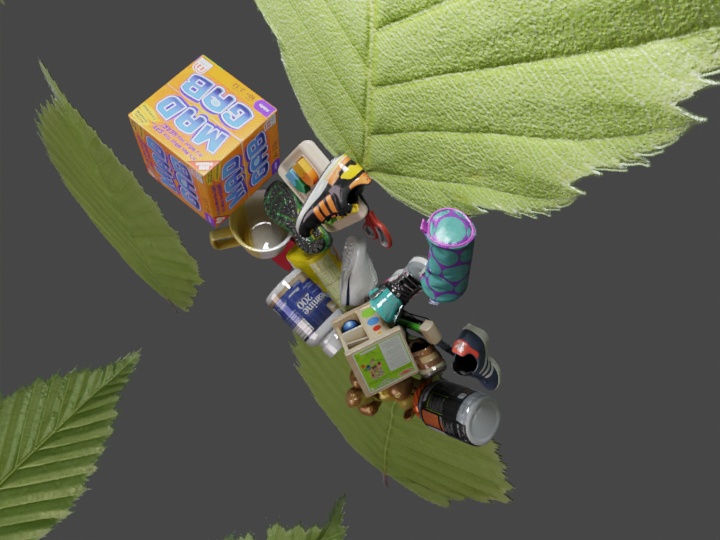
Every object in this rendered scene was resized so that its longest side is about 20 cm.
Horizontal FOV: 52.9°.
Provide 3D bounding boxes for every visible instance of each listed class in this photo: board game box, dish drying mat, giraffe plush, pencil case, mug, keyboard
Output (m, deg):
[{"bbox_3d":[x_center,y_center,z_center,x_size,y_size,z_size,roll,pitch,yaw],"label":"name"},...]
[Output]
[{"bbox_3d":[-0.300,-0.254,1.441,0.200,0.200,0.200,37,158,13],"label":"board game box"},{"bbox_3d":[-0.198,-0.055,1.867,0.077,0.018,0.200,41,157,4],"label":"dish drying mat"},{"bbox_3d":[0.084,0.301,1.827,0.162,0.174,0.200,12,178,39],"label":"giraffe plush"},{"bbox_3d":[0.147,-0.021,1.252,0.092,0.086,0.200,10,150,8],"label":"pencil case"},{"bbox_3d":[-0.243,-0.101,1.690,0.185,0.150,0.153,16,166,-1],"label":"mug"},{"bbox_3d":[0.132,0.120,1.620,0.199,0.040,0.104,32,179,22],"label":"keyboard"}]

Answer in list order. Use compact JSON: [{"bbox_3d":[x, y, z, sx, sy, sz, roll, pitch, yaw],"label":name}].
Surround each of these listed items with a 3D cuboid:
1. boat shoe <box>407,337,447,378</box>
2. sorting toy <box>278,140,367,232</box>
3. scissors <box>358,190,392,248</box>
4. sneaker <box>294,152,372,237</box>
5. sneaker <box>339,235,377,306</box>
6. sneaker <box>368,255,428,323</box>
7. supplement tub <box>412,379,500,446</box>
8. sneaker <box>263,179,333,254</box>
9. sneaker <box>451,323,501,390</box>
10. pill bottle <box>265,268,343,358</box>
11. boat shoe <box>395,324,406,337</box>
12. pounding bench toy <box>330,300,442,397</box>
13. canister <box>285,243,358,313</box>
[{"bbox_3d":[0.140,0.187,1.651,0.074,0.075,0.200,65,168,-7],"label":"boat shoe"},{"bbox_3d":[-0.084,-0.158,1.449,0.185,0.036,0.200,50,159,-9],"label":"sorting toy"},{"bbox_3d":[0.017,-0.119,1.398,0.073,0.014,0.201,30,154,36],"label":"scissors"},{"bbox_3d":[-0.051,-0.120,1.350,0.090,0.070,0.200,37,126,5],"label":"sneaker"},{"bbox_3d":[0.000,0.000,1.575,0.080,0.077,0.201,2,139,-7],"label":"sneaker"},{"bbox_3d":[0.078,0.042,1.436,0.084,0.121,0.200,44,158,-3],"label":"sneaker"},{"bbox_3d":[0.222,0.330,1.709,0.200,0.123,0.123,11,142,54],"label":"supplement tub"},{"bbox_3d":[-0.138,-0.113,1.583,0.200,0.078,0.085,52,-164,13],"label":"sneaker"},{"bbox_3d":[0.233,0.200,1.505,0.075,0.085,0.200,21,150,42],"label":"sneaker"},{"bbox_3d":[-0.110,0.100,1.649,0.200,0.111,0.111,44,158,2],"label":"pill bottle"},{"bbox_3d":[0.064,0.164,1.736,0.074,0.066,0.200,34,161,26],"label":"boat shoe"},{"bbox_3d":[0.060,0.140,1.545,0.125,0.199,0.156,65,178,-31],"label":"pounding bench toy"},{"bbox_3d":[-0.074,0.022,1.707,0.148,0.087,0.200,7,137,55],"label":"canister"}]
